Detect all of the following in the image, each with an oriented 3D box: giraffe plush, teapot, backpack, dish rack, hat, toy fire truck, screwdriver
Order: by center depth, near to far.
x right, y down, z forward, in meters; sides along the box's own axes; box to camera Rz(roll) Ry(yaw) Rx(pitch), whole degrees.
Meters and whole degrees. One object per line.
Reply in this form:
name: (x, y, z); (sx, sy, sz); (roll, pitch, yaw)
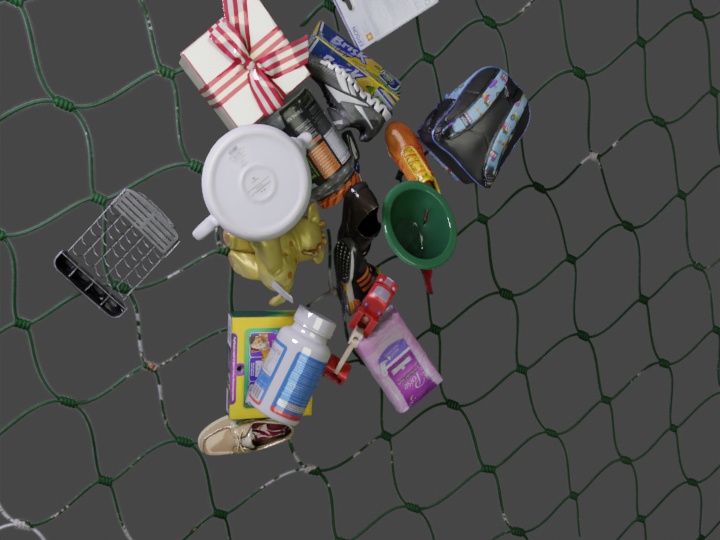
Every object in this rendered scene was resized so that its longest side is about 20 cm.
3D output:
teapot: (-0.178, -0.144, 1.177); (0.193, 0.146, 0.204); (4, 95, -13)
dish rack: (-0.433, -0.037, 1.267); (0.201, 0.054, 0.154); (-47, 111, -6)
giraffe plush: (-0.141, -0.053, 1.317); (0.200, 0.174, 0.161); (45, 58, 10)
toy fire truck: (-0.002, 0.114, 1.331); (0.048, 0.202, 0.142); (30, 48, 0)
backpack: (0.233, -0.295, 1.399); (0.181, 0.134, 0.202); (37, 88, -20)
screwdriver: (-0.003, -0.180, 1.400); (0.028, 0.028, 0.206); (-9, 106, 15)
hat: (0.090, -0.053, 1.411); (0.161, 0.176, 0.206); (-12, 79, -25)

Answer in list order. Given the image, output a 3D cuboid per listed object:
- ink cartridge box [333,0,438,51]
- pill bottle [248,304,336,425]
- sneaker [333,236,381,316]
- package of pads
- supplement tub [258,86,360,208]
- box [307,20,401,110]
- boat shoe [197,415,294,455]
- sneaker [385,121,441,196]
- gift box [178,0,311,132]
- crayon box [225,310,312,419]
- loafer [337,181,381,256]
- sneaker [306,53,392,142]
ink cartridge box: (0.026, -0.556, 1.334); (0.197, 0.041, 0.203); (-33, 108, -10)
pill bottle: (-0.122, 0.176, 1.316); (0.110, 0.112, 0.204); (27, 90, -20)
sneaker: (0.000, 0.000, 1.378); (0.088, 0.070, 0.203); (-22, 141, -19)
package of pads: (0.073, 0.185, 1.463); (0.119, 0.076, 0.202); (-36, 109, -6)
supplement tub: (-0.092, -0.226, 1.310); (0.122, 0.122, 0.202); (-38, 109, -8)
box: (-0.018, -0.376, 1.326); (0.197, 0.065, 0.070); (31, 131, -21)
boat shoe: (-0.226, 0.326, 1.393); (0.194, 0.066, 0.076); (-14, 104, -15)
sneaker: (0.114, -0.210, 1.407); (0.072, 0.077, 0.203); (-34, 107, -7)
gift box: (-0.199, -0.368, 1.215); (0.200, 0.186, 0.185); (-45, 110, -4)
crayon box: (-0.178, 0.185, 1.389); (0.167, 0.058, 0.207); (0, 99, -20)
loafer: (0.001, -0.078, 1.344); (0.072, 0.072, 0.202); (-33, 152, -20)
sneaker: (-0.034, -0.308, 1.277); (0.198, 0.066, 0.092); (34, 83, -24)
